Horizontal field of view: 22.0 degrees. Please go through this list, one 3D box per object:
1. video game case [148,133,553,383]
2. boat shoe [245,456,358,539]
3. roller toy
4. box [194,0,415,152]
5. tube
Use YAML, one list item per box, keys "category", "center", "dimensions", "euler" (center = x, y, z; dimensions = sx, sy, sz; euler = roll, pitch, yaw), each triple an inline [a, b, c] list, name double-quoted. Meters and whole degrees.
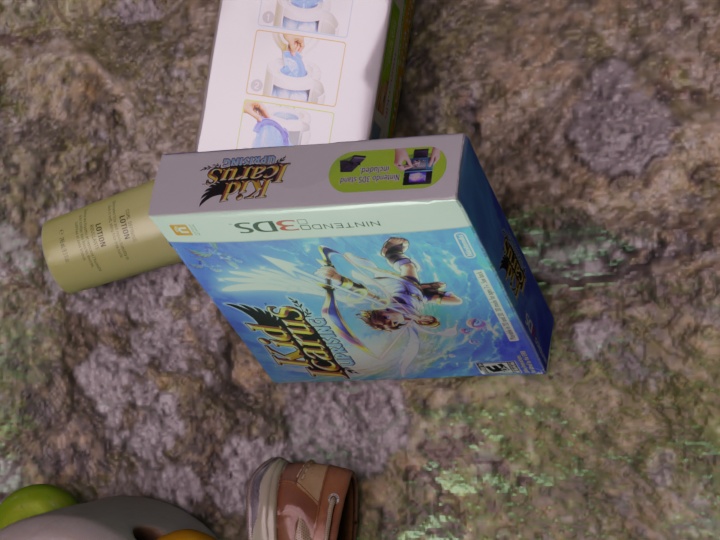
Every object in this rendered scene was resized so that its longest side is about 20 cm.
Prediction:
- category: "video game case"
  center: [0.000, 0.000, 1.066]
  dimensions: [0.180, 0.200, 0.046]
  euler: [-2, 58, 21]
- category: "boat shoe"
  center: [-0.025, 0.215, 1.138]
  dimensions: [0.071, 0.076, 0.202]
  euler: [-5, 92, 14]
- category: "roller toy"
  center: [-0.165, 0.238, 1.153]
  dimensions: [0.199, 0.140, 0.184]
  euler: [8, 93, 20]
- category: "box"
  center: [-0.026, -0.143, 1.106]
  dimensions: [0.101, 0.112, 0.202]
  euler: [9, 89, 8]
- category: "tube"
  center: [-0.107, -0.039, 1.185]
  dimensions: [0.199, 0.052, 0.058]
  euler: [-17, 123, 13]
